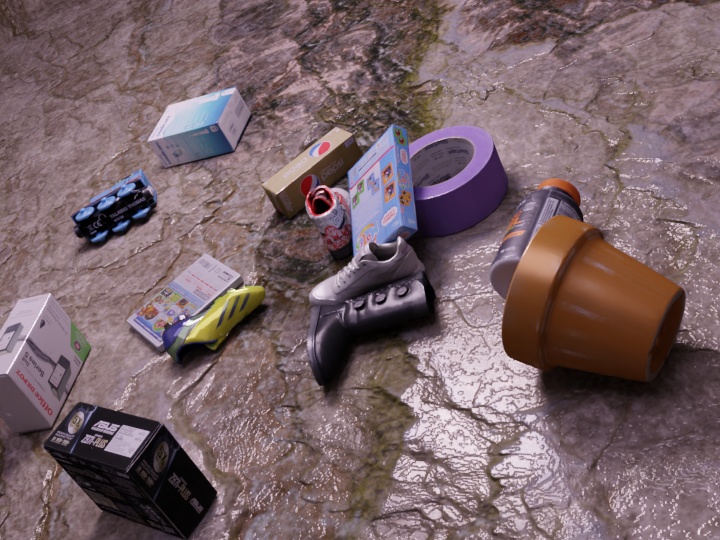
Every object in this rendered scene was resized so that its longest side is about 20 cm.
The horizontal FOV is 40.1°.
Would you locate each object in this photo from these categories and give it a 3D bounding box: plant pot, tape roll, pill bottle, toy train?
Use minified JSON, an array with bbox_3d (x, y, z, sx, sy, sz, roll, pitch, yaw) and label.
[{"bbox_3d":[0.308,0.051,1.270,0.182,0.201,0.201,21,57,30],"label":"plant pot"},{"bbox_3d":[0.149,-0.157,1.711,0.198,0.085,0.201,-19,36,14],"label":"tape roll"},{"bbox_3d":[0.271,-0.048,1.474,0.105,0.107,0.201,-1,43,34],"label":"pill bottle"},{"bbox_3d":[-0.540,-0.138,2.167,0.199,0.087,0.114,-29,26,4],"label":"toy train"}]

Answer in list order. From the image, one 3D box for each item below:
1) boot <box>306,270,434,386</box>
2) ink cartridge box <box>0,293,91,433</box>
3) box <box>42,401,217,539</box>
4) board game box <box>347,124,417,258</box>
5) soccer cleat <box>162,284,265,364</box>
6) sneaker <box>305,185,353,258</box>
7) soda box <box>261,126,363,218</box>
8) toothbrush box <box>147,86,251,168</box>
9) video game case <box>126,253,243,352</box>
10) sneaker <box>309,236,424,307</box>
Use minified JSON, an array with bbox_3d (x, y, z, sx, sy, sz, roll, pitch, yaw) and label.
[{"bbox_3d":[0.020,0.087,1.524,0.198,0.066,0.166,-15,39,11],"label":"boot"},{"bbox_3d":[-0.583,0.166,1.762,0.083,0.146,0.201,-11,39,21],"label":"ink cartridge box"},{"bbox_3d":[-0.332,0.287,1.426,0.198,0.165,0.086,4,46,39],"label":"box"},{"bbox_3d":[0.034,-0.120,1.665,0.151,0.036,0.202,-41,43,47],"label":"board game box"},{"bbox_3d":[-0.246,0.095,1.709,0.199,0.065,0.084,-28,65,-6],"label":"soccer cleat"},{"bbox_3d":[-0.054,-0.121,1.784,0.067,0.108,0.202,-20,36,11],"label":"sneaker"},{"bbox_3d":[-0.093,-0.194,1.940,0.199,0.064,0.068,-39,37,-15],"label":"soda box"},{"bbox_3d":[-0.371,-0.330,2.281,0.198,0.086,0.147,-10,40,24],"label":"toothbrush box"},{"bbox_3d":[-0.327,0.056,1.832,0.200,0.018,0.143,-42,38,-18],"label":"video game case"},{"bbox_3d":[0.000,0.000,1.607,0.198,0.100,0.075,-21,38,14],"label":"sneaker"}]
